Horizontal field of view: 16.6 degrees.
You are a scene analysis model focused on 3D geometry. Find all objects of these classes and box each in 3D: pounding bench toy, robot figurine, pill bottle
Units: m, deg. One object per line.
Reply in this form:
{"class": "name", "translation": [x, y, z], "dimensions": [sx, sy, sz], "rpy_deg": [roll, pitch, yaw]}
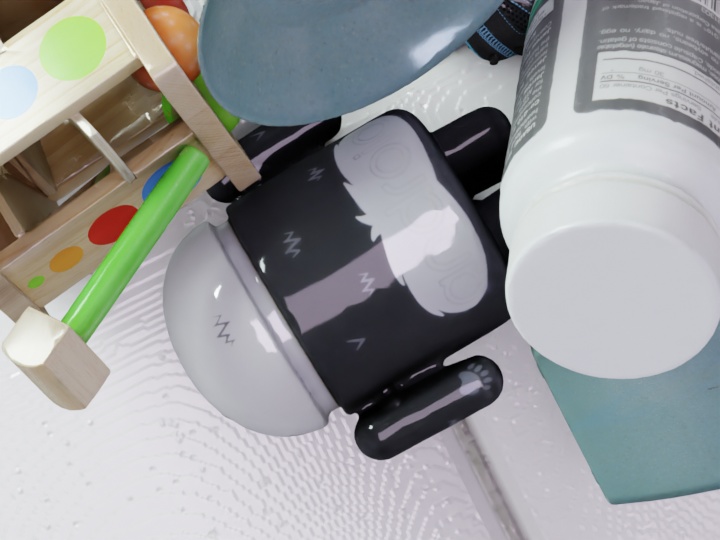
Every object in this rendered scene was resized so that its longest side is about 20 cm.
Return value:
{"class": "pounding bench toy", "translation": [-0.125, -0.051, 1.161], "dimensions": [0.156, 0.124, 0.200], "rpy_deg": [-34, 62, 1]}
{"class": "robot figurine", "translation": [0.000, -0.001, 1.225], "dimensions": [0.200, 0.150, 0.125], "rpy_deg": [-31, 126, -1]}
{"class": "pill bottle", "translation": [0.123, -0.052, 1.139], "dimensions": [0.113, 0.200, 0.113], "rpy_deg": [6, 133, 7]}

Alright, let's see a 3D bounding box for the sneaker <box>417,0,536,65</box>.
{"class": "sneaker", "translation": [0.095, -0.142, 1.248], "dimensions": [0.200, 0.073, 0.082], "rpy_deg": [20, 115, -3]}

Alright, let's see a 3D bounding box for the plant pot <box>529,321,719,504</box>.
{"class": "plant pot", "translation": [0.191, 0.026, 1.239], "dimensions": [0.200, 0.141, 0.141], "rpy_deg": [-26, 98, 6]}

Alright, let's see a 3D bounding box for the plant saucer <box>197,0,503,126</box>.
{"class": "plant saucer", "translation": [0.002, -0.153, 1.141], "dimensions": [0.201, 0.201, 0.039], "rpy_deg": [-37, 63, 1]}
